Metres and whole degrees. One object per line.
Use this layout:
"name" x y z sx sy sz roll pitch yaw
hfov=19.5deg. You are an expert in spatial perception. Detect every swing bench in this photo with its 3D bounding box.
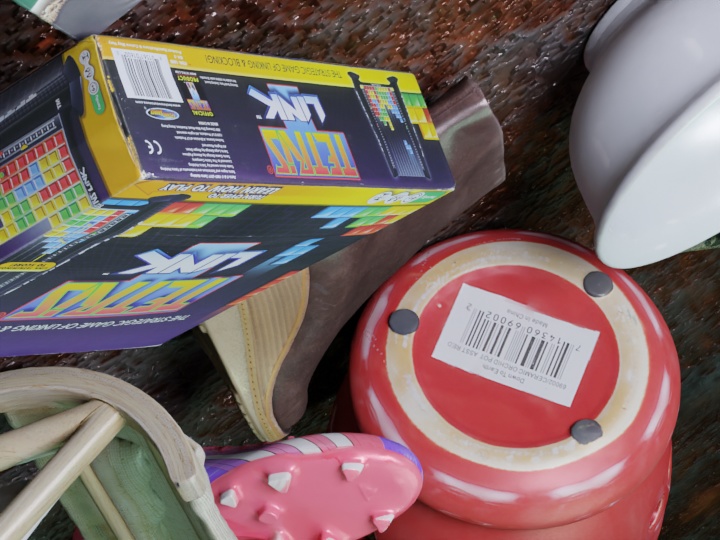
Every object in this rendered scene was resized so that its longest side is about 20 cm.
"swing bench" -0.149 0.163 0.973 0.200 0.130 0.199 -33 138 -12

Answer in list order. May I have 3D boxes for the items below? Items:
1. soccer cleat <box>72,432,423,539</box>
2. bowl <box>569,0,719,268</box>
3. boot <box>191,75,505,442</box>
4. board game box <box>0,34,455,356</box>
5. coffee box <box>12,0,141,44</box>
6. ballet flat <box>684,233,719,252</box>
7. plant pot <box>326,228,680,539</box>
"soccer cleat" -0.060 0.112 1.085 0.199 0.077 0.067 -19 123 22
"bowl" 0.174 -0.098 1.029 0.201 0.091 0.201 -30 159 -12
"boot" 0.000 0.000 0.998 0.166 0.072 0.200 -30 156 -7
"board game box" -0.085 -0.021 0.781 0.165 0.057 0.200 -29 166 31
"coffee box" -0.085 -0.139 0.586 0.123 0.044 0.200 -37 160 7
"ballet flat" 0.235 -0.043 1.313 0.199 0.068 0.075 -10 171 -40
"plant pot" 0.077 0.093 1.156 0.200 0.201 0.183 -29 154 -16
